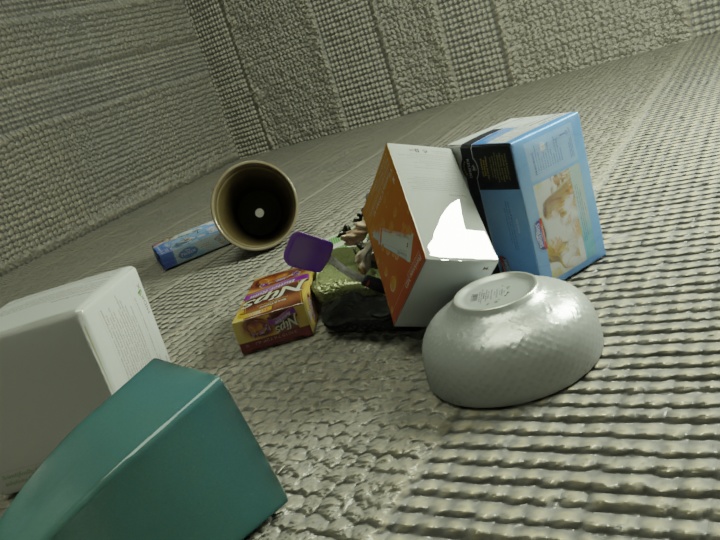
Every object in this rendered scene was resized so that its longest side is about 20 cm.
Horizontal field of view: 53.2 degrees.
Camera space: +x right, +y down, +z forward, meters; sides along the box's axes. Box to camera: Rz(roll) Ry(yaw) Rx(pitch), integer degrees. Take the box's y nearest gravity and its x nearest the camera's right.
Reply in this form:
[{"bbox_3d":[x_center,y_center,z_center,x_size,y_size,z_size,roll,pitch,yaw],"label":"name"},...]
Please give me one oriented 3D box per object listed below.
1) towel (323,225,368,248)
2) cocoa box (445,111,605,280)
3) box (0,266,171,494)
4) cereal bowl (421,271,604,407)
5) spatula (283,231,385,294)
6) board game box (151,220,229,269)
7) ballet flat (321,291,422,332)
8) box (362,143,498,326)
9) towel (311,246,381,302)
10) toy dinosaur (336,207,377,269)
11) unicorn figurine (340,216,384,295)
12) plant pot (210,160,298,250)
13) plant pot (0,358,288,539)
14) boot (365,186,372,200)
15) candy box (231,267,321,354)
[{"bbox_3d":[-0.012,-0.050,1.396,0.151,0.024,0.200,-23,19,-10],"label":"towel"},{"bbox_3d":[0.222,-0.093,0.962,0.132,0.203,0.131,-26,19,-27],"label":"cocoa box"},{"bbox_3d":[-0.364,0.132,0.904,0.196,0.203,0.172,-15,15,9],"label":"box"},{"bbox_3d":[0.155,0.059,0.773,0.197,0.084,0.200,-17,18,6],"label":"cereal bowl"},{"bbox_3d":[-0.010,0.004,0.985,0.197,0.057,0.021,24,30,-8],"label":"spatula"},{"bbox_3d":[-0.440,-0.073,1.889,0.197,0.044,0.200,-23,17,-18],"label":"board game box"},{"bbox_3d":[0.008,0.066,0.993,0.199,0.057,0.067,-3,50,55],"label":"ballet flat"},{"bbox_3d":[0.080,-0.046,0.911,0.096,0.125,0.202,2,48,-20],"label":"box"},{"bbox_3d":[0.000,0.000,1.171,0.146,0.037,0.200,-6,18,4],"label":"towel"},{"bbox_3d":[0.016,-0.051,1.159,0.048,0.088,0.200,-50,-2,22],"label":"toy dinosaur"},{"bbox_3d":[0.072,-0.018,1.048,0.138,0.200,0.073,-52,33,-14],"label":"unicorn figurine"},{"bbox_3d":[-0.244,-0.144,1.690,0.197,0.203,0.174,-20,1,-5],"label":"plant pot"},{"bbox_3d":[-0.197,0.202,0.629,0.140,0.143,0.200,1,33,49],"label":"plant pot"},{"bbox_3d":[0.066,-0.122,1.222,0.073,0.096,0.200,-32,5,19],"label":"boot"},{"bbox_3d":[-0.124,0.053,1.137,0.115,0.057,0.200,-16,19,7],"label":"candy box"}]
